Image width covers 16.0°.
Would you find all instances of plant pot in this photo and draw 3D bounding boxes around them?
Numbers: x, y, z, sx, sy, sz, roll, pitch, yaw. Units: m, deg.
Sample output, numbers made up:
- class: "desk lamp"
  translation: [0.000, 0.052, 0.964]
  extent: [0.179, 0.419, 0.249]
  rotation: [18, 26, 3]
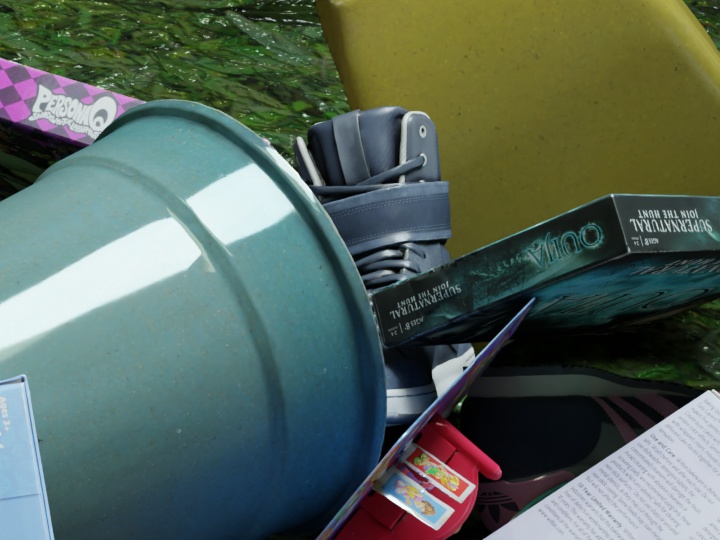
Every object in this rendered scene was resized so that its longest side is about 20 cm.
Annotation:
- class: "plant pot"
  translation: [-0.127, 0.054, 1.052]
  extent: [0.200, 0.200, 0.196]
  rotation: [30, 40, 35]
- class: "plant pot"
  translation: [0.076, -0.116, 1.353]
  extent: [0.194, 0.200, 0.196]
  rotation: [-32, 28, 8]

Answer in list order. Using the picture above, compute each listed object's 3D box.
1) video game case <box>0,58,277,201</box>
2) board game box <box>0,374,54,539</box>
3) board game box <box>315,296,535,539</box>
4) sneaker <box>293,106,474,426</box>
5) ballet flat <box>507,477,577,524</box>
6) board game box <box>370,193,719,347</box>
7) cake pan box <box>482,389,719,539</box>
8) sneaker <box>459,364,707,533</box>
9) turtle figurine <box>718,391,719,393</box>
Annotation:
- class: "video game case"
  translation: [-0.122, -0.050, 1.304]
  extent: [0.200, 0.036, 0.181]
  rotation: [18, -14, 15]
- class: "board game box"
  translation: [-0.202, 0.126, 0.889]
  extent: [0.200, 0.151, 0.037]
  rotation: [-8, -15, -12]
- class: "board game box"
  translation: [0.021, 0.100, 1.051]
  extent: [0.039, 0.158, 0.200]
  rotation: [40, 35, 6]
- class: "sneaker"
  translation: [-0.001, 0.000, 1.186]
  extent: [0.077, 0.146, 0.202]
  rotation: [-9, 4, 14]
- class: "ballet flat"
  translation: [0.145, 0.117, 1.147]
  extent: [0.200, 0.069, 0.069]
  rotation: [-18, 37, -36]
- class: "board game box"
  translation: [0.118, 0.000, 1.149]
  extent: [0.135, 0.028, 0.200]
  rotation: [-23, -14, 37]
- class: "cake pan box"
  translation: [0.120, 0.154, 0.981]
  extent: [0.184, 0.052, 0.200]
  rotation: [-35, 38, -9]
- class: "sneaker"
  translation: [0.116, 0.091, 1.204]
  extent: [0.070, 0.082, 0.200]
  rotation: [-5, -11, 44]
- class: "turtle figurine"
  translation: [0.249, 0.053, 1.255]
  extent: [0.150, 0.101, 0.200]
  rotation: [22, -2, -1]
